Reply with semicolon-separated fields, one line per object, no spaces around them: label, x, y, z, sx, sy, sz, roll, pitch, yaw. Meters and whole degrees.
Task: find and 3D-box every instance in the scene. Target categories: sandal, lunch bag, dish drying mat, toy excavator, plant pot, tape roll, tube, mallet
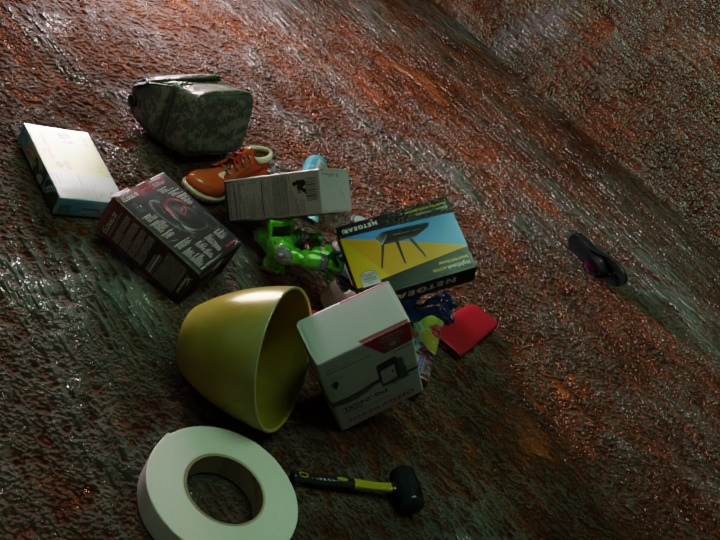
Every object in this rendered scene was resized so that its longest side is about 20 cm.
sandal;0.608;-0.020;2.265;0.048;0.076;0.200;-24;50;-27
lunch bag;-0.338;-0.320;1.724;0.167;0.140;0.200;27;24;24
dish drying mat;0.204;0.115;1.701;0.077;0.018;0.200;40;31;15
toy excavator;0.000;0.000;1.612;0.194;0.100;0.201;8;46;-35
plant pot;-0.168;0.111;1.200;0.141;0.201;0.200;9;24;16
tape roll;-0.173;0.278;1.065;0.202;0.037;0.203;24;31;-15
tube;-0.107;-0.172;1.811;0.077;0.051;0.200;23;35;-8
mallet;-0.001;0.303;1.200;0.199;0.041;0.066;8;33;-30

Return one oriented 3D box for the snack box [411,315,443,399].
snack box;0.062;0.120;1.518;0.142;0.053;0.200;29;29;-3

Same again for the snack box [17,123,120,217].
snack box;-0.479;-0.165;1.439;0.116;0.037;0.200;3;40;-44

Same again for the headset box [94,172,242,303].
headset box;-0.310;-0.062;1.387;0.200;0.075;0.149;41;29;0

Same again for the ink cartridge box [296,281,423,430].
ink cartridge box;0.005;0.128;1.258;0.145;0.200;0.084;-25;53;-8

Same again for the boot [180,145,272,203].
boot;-0.248;-0.189;1.633;0.075;0.107;0.200;46;33;20

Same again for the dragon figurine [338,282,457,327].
dragon figurine;0.070;0.042;1.486;0.200;0.100;0.059;34;29;6

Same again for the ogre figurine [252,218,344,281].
ogre figurine;-0.117;-0.042;1.539;0.119;0.098;0.200;8;34;-29

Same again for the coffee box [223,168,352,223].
coffee box;-0.130;-0.132;1.556;0.199;0.080;0.113;-4;4;27

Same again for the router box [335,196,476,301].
router box;0.074;-0.028;1.450;0.199;0.051;0.150;-17;60;-7

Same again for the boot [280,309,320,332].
boot;-0.065;0.098;1.347;0.199;0.073;0.144;23;-4;-4
